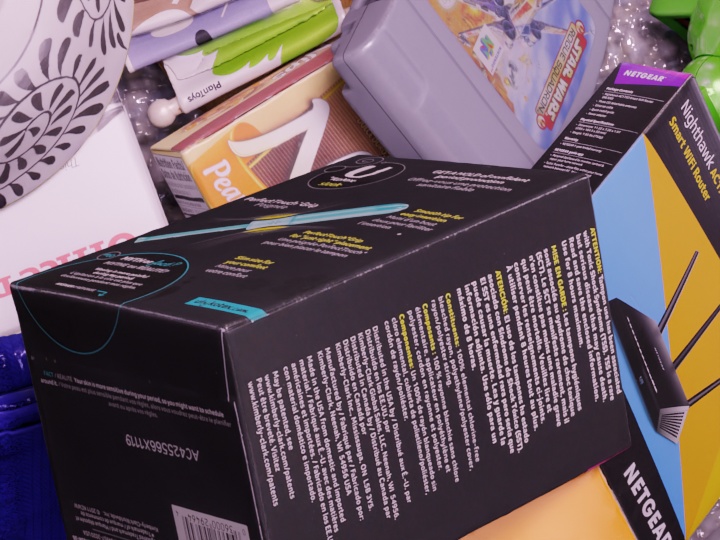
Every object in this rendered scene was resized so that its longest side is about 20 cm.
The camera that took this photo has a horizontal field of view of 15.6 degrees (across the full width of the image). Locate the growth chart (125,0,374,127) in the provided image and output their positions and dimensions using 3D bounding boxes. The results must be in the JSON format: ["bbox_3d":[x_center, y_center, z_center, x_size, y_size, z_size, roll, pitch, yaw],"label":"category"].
[{"bbox_3d":[-0.097,-0.169,1.241,0.144,0.018,0.201,-32,86,5],"label":"growth chart"}]

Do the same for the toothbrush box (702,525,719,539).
[{"bbox_3d":[0.252,0.132,1.279,0.200,0.146,0.085,-38,95,-16],"label":"toothbrush box"}]

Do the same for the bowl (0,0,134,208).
[{"bbox_3d":[-0.193,-0.122,1.103,0.199,0.094,0.202,0,86,-7],"label":"bowl"}]

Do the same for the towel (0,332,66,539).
[{"bbox_3d":[-0.154,0.091,1.167,0.199,0.148,0.050,-12,43,-17],"label":"towel"}]

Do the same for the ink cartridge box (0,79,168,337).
[{"bbox_3d":[-0.181,-0.065,1.191,0.144,0.083,0.201,-20,91,-7],"label":"ink cartridge box"}]

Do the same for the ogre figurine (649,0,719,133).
[{"bbox_3d":[0.214,-0.112,1.327,0.119,0.098,0.201,25,92,-31],"label":"ogre figurine"}]

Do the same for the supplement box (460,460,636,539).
[{"bbox_3d":[0.039,0.153,1.182,0.126,0.200,0.074,-27,88,-17],"label":"supplement box"}]

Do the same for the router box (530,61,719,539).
[{"bbox_3d":[0.132,0.025,1.247,0.149,0.051,0.200,-50,132,-23],"label":"router box"}]

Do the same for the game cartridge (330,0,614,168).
[{"bbox_3d":[0.061,-0.119,1.251,0.133,0.041,0.201,46,46,-24],"label":"game cartridge"}]

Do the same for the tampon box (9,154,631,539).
[{"bbox_3d":[-0.014,0.042,1.088,0.199,0.149,0.127,-22,110,-37],"label":"tampon box"}]

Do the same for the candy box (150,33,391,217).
[{"bbox_3d":[0.000,0.000,1.245,0.115,0.055,0.201,-32,104,-17],"label":"candy box"}]

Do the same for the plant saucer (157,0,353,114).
[{"bbox_3d":[-0.016,-0.157,1.287,0.199,0.035,0.202,2,83,-17],"label":"plant saucer"}]
